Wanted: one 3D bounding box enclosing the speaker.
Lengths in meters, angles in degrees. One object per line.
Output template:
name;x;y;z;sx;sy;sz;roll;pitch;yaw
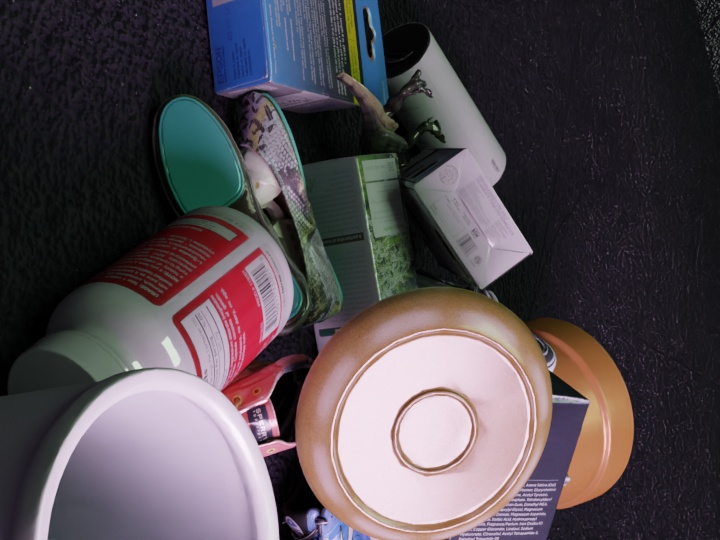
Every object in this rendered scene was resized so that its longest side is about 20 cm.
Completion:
speaker;0.084;-0.171;1.184;0.200;0.080;0.082;49;43;-41

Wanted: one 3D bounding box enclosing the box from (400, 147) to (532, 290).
box;0.088;-0.056;1.050;0.118;0.060;0.200;56;-2;-8

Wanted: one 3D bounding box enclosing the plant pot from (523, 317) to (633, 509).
plant pot;0.166;0.162;1.143;0.138;0.198;0.204;-11;91;-43

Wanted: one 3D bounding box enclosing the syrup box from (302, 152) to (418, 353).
syrup box;0.000;0.000;0.992;0.078;0.080;0.204;-14;96;-58

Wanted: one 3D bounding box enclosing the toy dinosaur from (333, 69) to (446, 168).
toy dinosaur;0.030;-0.135;1.017;0.048;0.087;0.201;59;-7;26

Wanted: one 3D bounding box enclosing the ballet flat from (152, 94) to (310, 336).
ballet flat;-0.105;-0.038;0.845;0.202;0.067;0.064;61;-13;2

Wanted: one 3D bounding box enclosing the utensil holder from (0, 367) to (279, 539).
utensil holder;-0.168;0.145;0.553;0.169;0.197;0.173;25;60;-55

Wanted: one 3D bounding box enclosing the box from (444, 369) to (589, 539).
box;0.086;0.164;0.914;0.103;0.148;0.204;7;108;-29

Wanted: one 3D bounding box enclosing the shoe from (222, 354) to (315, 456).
shoe;-0.105;0.113;0.774;0.200;0.090;0.073;-36;112;-57

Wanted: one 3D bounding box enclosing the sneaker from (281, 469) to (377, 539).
sneaker;-0.029;0.224;0.905;0.088;0.078;0.204;9;74;-40

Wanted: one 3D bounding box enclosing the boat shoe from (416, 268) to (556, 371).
boat shoe;0.107;0.047;1.061;0.072;0.197;0.068;-71;-175;-54

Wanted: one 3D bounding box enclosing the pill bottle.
pill bottle;-0.135;0.043;0.722;0.200;0.111;0.114;-44;119;-54

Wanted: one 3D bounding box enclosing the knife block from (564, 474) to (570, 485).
knife block;0.102;0.145;1.034;0.064;0.173;0.204;-10;90;-60

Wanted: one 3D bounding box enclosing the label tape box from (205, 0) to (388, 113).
label tape box;-0.055;-0.220;0.977;0.199;0.062;0.147;0;83;-60

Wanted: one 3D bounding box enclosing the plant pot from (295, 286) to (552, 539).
plant pot;0.051;0.112;0.788;0.028;0.197;0.203;-129;-165;-69

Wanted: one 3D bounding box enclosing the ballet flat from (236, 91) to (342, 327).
ballet flat;-0.072;-0.044;0.904;0.072;0.071;0.204;-39;114;-56
